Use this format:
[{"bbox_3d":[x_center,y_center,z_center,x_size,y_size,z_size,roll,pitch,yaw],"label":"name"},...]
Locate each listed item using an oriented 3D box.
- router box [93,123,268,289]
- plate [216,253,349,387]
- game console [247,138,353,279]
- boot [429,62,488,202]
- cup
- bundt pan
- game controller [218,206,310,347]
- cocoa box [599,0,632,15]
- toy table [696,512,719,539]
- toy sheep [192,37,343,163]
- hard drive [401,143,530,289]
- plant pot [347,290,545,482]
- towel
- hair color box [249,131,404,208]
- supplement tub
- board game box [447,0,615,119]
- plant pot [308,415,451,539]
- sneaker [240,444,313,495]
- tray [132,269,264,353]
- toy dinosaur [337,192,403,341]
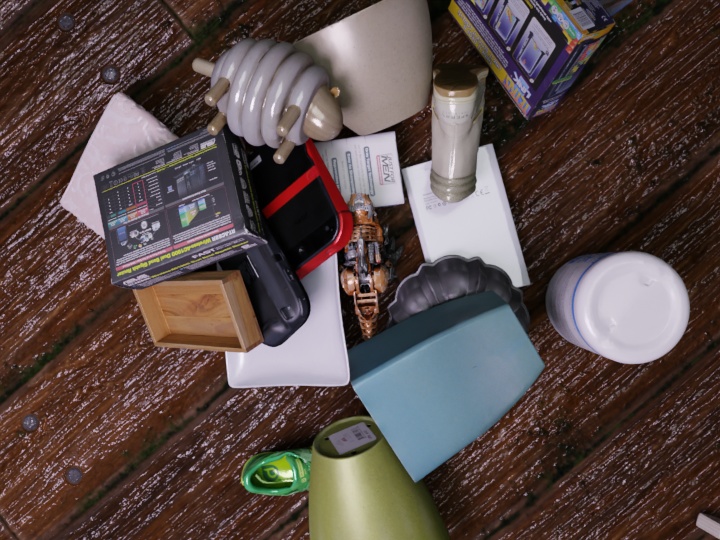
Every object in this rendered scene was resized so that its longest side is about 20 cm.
[{"bbox_3d":[-0.227,-0.078,0.926,0.199,0.062,0.151,-19,75,16],"label":"router box"},{"bbox_3d":[-0.104,0.057,1.005,0.199,0.032,0.201,-6,90,29],"label":"plate"},{"bbox_3d":[-0.111,-0.071,0.964,0.200,0.031,0.178,-35,72,30],"label":"game console"},{"bbox_3d":[0.128,-0.187,0.972,0.072,0.200,0.155,3,116,10],"label":"boot"},{"bbox_3d":[0.015,-0.263,0.963,0.199,0.200,0.144,-25,108,2],"label":"cup"},{"bbox_3d":[0.132,0.084,0.984,0.201,0.076,0.203,1,102,3],"label":"bundt pan"},{"bbox_3d":[-0.135,-0.002,0.949,0.104,0.042,0.201,-47,66,42],"label":"game controller"},{"bbox_3d":[0.287,-0.390,0.918,0.133,0.200,0.132,-23,90,-21],"label":"cocoa box"},{"bbox_3d":[0.538,0.368,0.946,0.117,0.184,0.201,16,79,-13],"label":"toy table"},{"bbox_3d":[-0.111,-0.208,0.870,0.199,0.138,0.138,26,91,4],"label":"toy sheep"},{"bbox_3d":[0.146,-0.061,1.026,0.131,0.027,0.201,-15,89,3],"label":"hard drive"},{"bbox_3d":[0.106,0.120,0.888,0.199,0.141,0.142,-32,99,2],"label":"plant pot"},{"bbox_3d":[-0.296,-0.109,1.015,0.200,0.032,0.191,38,112,3],"label":"towel"},{"bbox_3d":[-0.044,-0.126,1.016,0.199,0.061,0.101,-8,93,3],"label":"hair color box"},{"bbox_3d":[0.316,0.042,0.933,0.131,0.200,0.133,0,91,2],"label":"supplement tub"},{"bbox_3d":[0.205,-0.319,0.924,0.057,0.165,0.201,-26,75,-19],"label":"board game box"},{"bbox_3d":[0.009,0.291,0.926,0.186,0.187,0.201,-13,109,2],"label":"plant pot"},{"bbox_3d":[-0.067,0.272,1.008,0.199,0.084,0.074,-16,89,2],"label":"sneaker"},{"bbox_3d":[-0.217,0.052,0.968,0.199,0.037,0.099,-2,112,40],"label":"tray"},{"bbox_3d":[0.000,0.000,0.974,0.102,0.136,0.201,16,99,-1],"label":"toy dinosaur"}]
